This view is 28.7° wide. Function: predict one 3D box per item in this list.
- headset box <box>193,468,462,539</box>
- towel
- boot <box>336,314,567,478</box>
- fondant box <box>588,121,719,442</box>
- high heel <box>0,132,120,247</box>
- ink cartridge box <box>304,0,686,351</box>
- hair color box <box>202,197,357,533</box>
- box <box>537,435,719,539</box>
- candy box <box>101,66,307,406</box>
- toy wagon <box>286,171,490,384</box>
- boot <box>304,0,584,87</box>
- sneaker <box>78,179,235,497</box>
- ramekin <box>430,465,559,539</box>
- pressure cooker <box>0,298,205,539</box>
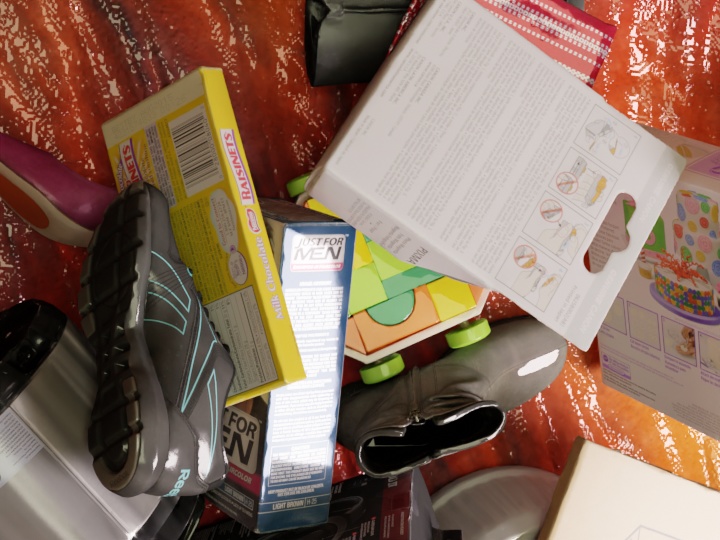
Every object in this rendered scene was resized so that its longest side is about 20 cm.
[{"bbox_3d":[-0.027,0.207,0.936,0.198,0.149,0.078,-18,103,7],"label":"headset box"},{"bbox_3d":[0.077,-0.106,0.964,0.143,0.022,0.202,25,91,-14],"label":"towel"},{"bbox_3d":[0.078,0.095,0.994,0.198,0.131,0.068,-21,101,-13],"label":"boot"},{"bbox_3d":[0.229,0.010,0.991,0.058,0.144,0.202,-27,121,-27],"label":"fondant box"},{"bbox_3d":[-0.167,-0.055,0.954,0.199,0.067,0.097,39,66,-17],"label":"high heel"},{"bbox_3d":[0.088,-0.062,0.898,0.199,0.057,0.163,36,67,-8],"label":"ink cartridge box"},{"bbox_3d":[-0.061,0.059,0.928,0.060,0.100,0.203,-1,102,-36],"label":"hair color box"},{"bbox_3d":[0.188,0.238,1.000,0.162,0.021,0.202,21,89,-17],"label":"box"},{"bbox_3d":[-0.101,-0.015,0.884,0.026,0.102,0.202,-8,80,-49],"label":"candy box"},{"bbox_3d":[0.000,0.000,0.997,0.198,0.040,0.157,-23,93,-7],"label":"toy wagon"},{"bbox_3d":[0.059,-0.141,0.994,0.198,0.066,0.167,0,85,-21],"label":"boot"},{"bbox_3d":[-0.122,0.043,0.849,0.079,0.075,0.202,14,59,-37],"label":"sneaker"},{"bbox_3d":[0.120,0.253,1.042,0.200,0.094,0.205,-2,97,-15],"label":"ramekin"},{"bbox_3d":[-0.202,0.144,0.890,0.175,0.179,0.200,-32,109,24],"label":"pressure cooker"}]
